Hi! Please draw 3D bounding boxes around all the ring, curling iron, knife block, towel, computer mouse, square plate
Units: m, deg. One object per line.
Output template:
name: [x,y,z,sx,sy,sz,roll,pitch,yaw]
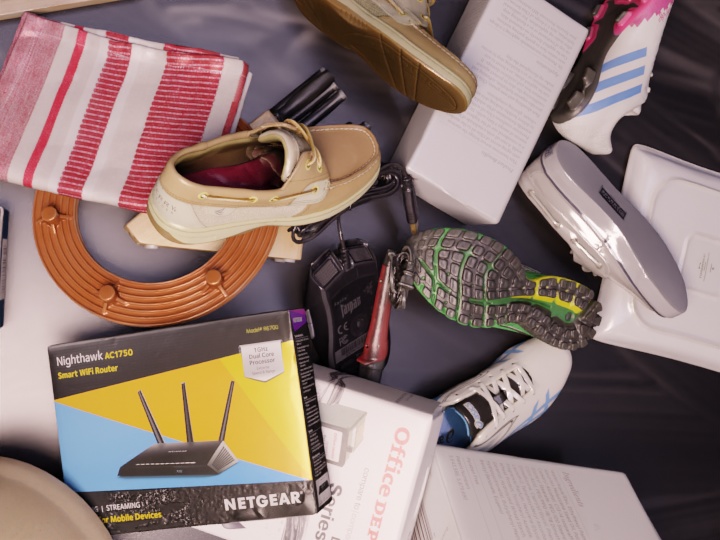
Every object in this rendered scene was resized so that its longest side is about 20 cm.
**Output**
ring: [-0.162,-0.054,0.763,0.199,0.019,0.202,-1,72,2]
curling iron: [0.012,0.074,0.830,0.025,0.050,0.201,11,108,-10]
knife block: [-0.094,-0.098,0.826,0.198,0.064,0.177,5,88,-16]
towel: [-0.199,-0.123,0.766,0.198,0.023,0.145,12,73,5]
computer mouse: [0.000,0.000,0.849,0.140,0.046,0.201,-35,128,-30]
square plate: [0.342,-0.006,0.972,0.197,0.028,0.202,15,87,-15]

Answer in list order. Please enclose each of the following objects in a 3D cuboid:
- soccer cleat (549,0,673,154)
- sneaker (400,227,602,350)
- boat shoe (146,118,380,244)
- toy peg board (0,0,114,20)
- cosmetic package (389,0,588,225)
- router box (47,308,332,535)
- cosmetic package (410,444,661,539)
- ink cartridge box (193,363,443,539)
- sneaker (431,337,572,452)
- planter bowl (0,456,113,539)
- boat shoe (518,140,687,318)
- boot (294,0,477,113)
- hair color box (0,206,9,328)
soccer cleat: [0.254,-0.204,0.932,0.086,0.070,0.201,37,83,-29]
sneaker: [0.118,0.019,0.874,0.199,0.085,0.078,25,87,-24]
boat shoe: [-0.061,-0.076,0.725,0.199,0.067,0.074,-23,67,-32]
toy peg board: [-0.285,-0.310,0.752,0.199,0.098,0.201,-15,94,-15]
cosmetic package: [0.114,-0.153,0.882,0.101,0.071,0.201,29,82,-15]
router box: [-0.131,0.116,0.733,0.198,0.051,0.150,-9,87,13]
cosmetic package: [0.139,0.273,0.817,0.199,0.165,0.166,11,118,-15]
ink cartridge box: [-0.047,0.153,0.787,0.199,0.084,0.147,15,91,11]
sneaker: [0.117,0.125,0.881,0.199,0.072,0.072,-32,84,-13]
planter bowl: [-0.286,0.254,0.689,0.199,0.135,0.202,4,107,14]
boat shoe: [0.228,-0.029,0.914,0.200,0.066,0.072,46,42,-7]
boot: [0.056,-0.240,0.836,0.200,0.072,0.155,40,75,20]
hair color box: [-0.381,-0.006,0.745,0.198,0.060,0.101,2,89,-16]
